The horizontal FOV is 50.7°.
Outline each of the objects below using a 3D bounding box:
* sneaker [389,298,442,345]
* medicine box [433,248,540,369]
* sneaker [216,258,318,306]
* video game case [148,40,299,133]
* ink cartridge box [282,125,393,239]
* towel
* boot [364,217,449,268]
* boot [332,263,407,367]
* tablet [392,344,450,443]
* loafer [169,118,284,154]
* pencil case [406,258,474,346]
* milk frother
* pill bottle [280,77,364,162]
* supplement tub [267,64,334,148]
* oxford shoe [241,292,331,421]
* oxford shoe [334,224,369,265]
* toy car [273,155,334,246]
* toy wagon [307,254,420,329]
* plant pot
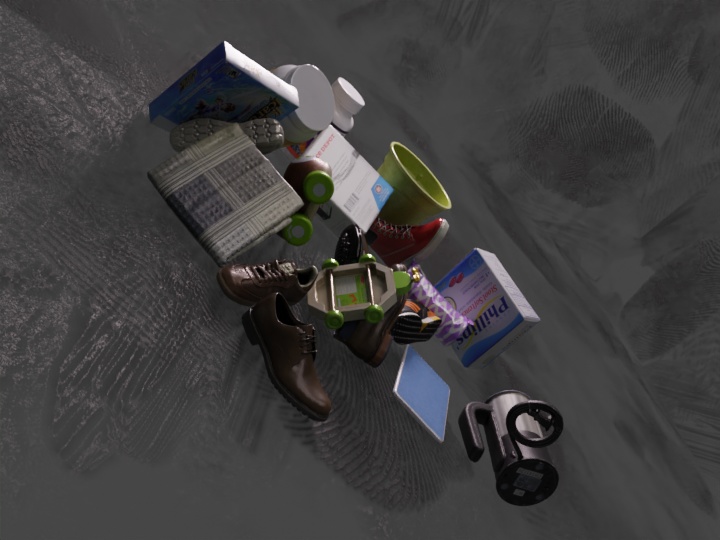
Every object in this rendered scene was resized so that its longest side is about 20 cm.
[{"bbox_3d":[0.086,0.094,1.527,0.090,0.071,0.199,41,15,28],"label":"sneaker"},{"bbox_3d":[0.272,0.089,1.727,0.102,0.182,0.202,13,39,-55],"label":"medicine box"},{"bbox_3d":[-0.142,0.007,1.186,0.071,0.075,0.199,56,21,20],"label":"sneaker"},{"bbox_3d":[-0.237,-0.288,1.330,0.180,0.198,0.046,21,49,-49],"label":"video game case"},{"bbox_3d":[-0.048,-0.180,1.606,0.200,0.083,0.146,44,56,-14],"label":"ink cartridge box"},{"bbox_3d":[-0.212,-0.124,1.220,0.193,0.035,0.199,49,55,4],"label":"towel"},{"bbox_3d":[0.088,-0.085,1.657,0.144,0.199,0.073,43,46,-12],"label":"boot"},{"bbox_3d":[0.021,0.059,1.341,0.096,0.074,0.203,29,60,-22],"label":"boot"},{"bbox_3d":[0.116,0.225,1.415,0.130,0.014,0.200,47,22,-8],"label":"tablet"},{"bbox_3d":[-0.231,-0.225,1.324,0.070,0.195,0.072,113,-25,-73],"label":"loafer"},{"bbox_3d":[0.150,0.070,1.652,0.200,0.085,0.084,47,8,-8],"label":"pencil case"},{"bbox_3d":[0.301,0.289,1.418,0.179,0.200,0.189,35,24,-21],"label":"milk frother"},{"bbox_3d":[-0.086,-0.330,1.707,0.111,0.200,0.112,39,22,-19],"label":"pill bottle"},{"bbox_3d":[-0.161,-0.313,1.479,0.143,0.197,0.148,9,78,-49],"label":"supplement tub"},{"bbox_3d":[-0.093,0.120,1.082,0.202,0.084,0.072,57,21,15],"label":"oxford shoe"},{"bbox_3d":[0.000,0.000,1.482,0.084,0.072,0.203,31,39,-43],"label":"oxford shoe"},{"bbox_3d":[-0.163,-0.158,1.354,0.197,0.160,0.165,26,11,-16],"label":"toy car"},{"bbox_3d":[0.007,0.034,1.304,0.157,0.195,0.040,-97,179,-53],"label":"toy wagon"},{"bbox_3d":[0.079,-0.159,1.766,0.200,0.184,0.202,41,21,-19],"label":"plant pot"}]
